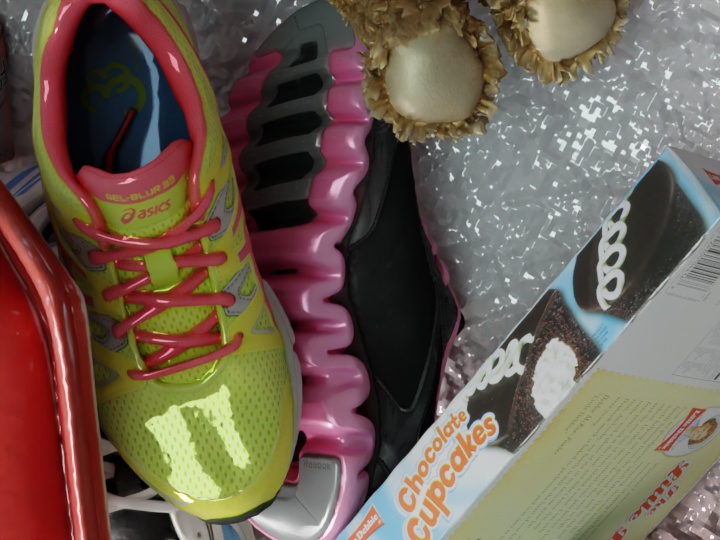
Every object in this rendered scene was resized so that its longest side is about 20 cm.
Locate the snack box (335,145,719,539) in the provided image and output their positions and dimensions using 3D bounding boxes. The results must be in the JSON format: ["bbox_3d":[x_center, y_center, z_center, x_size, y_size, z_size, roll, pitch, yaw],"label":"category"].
[{"bbox_3d":[0.087,0.049,0.763,0.200,0.116,0.037,-51,52,24],"label":"snack box"}]

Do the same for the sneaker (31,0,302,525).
[{"bbox_3d":[-0.072,-0.010,0.724,0.078,0.090,0.201,-18,89,-4],"label":"sneaker"}]

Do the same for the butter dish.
[{"bbox_3d":[-0.182,0.045,0.751,0.200,0.147,0.200,48,149,43],"label":"butter dish"}]

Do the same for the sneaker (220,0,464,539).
[{"bbox_3d":[0.000,0.000,0.808,0.079,0.095,0.201,5,94,45],"label":"sneaker"}]

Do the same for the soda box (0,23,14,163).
[{"bbox_3d":[-0.246,-0.070,0.897,0.199,0.068,0.064,1,103,21],"label":"soda box"}]

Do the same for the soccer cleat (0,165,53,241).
[{"bbox_3d":[-0.135,-0.009,0.857,0.199,0.086,0.070,-22,93,26],"label":"soccer cleat"}]

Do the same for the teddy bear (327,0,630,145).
[{"bbox_3d":[0.013,-0.138,0.761,0.145,0.067,0.200,-45,78,-3],"label":"teddy bear"}]

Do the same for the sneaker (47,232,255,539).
[{"bbox_3d":[-0.082,0.071,0.826,0.072,0.073,0.201,-8,127,8],"label":"sneaker"}]
